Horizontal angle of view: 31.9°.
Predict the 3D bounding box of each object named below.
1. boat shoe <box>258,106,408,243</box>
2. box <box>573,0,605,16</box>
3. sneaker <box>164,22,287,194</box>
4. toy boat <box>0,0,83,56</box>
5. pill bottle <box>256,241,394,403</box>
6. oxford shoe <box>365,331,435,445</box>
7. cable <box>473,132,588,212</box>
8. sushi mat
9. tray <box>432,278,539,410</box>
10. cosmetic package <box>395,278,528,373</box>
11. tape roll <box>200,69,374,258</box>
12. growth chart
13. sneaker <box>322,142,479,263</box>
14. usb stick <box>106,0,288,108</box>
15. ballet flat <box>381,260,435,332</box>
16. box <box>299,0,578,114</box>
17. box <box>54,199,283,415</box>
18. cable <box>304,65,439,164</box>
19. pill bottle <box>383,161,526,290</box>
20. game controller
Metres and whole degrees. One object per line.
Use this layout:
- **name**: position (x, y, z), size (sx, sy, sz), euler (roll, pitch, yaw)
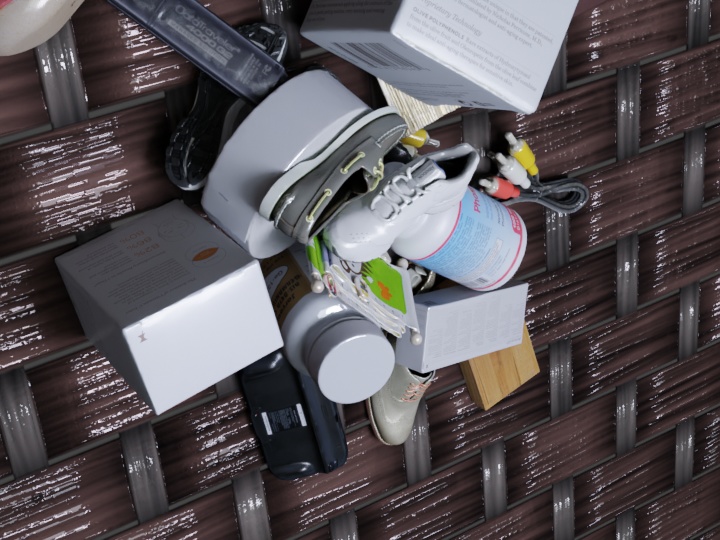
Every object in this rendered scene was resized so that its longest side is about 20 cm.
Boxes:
- **boat shoe**: position (-0.015, -0.097, 1.273), size (0.202, 0.060, 0.072), euler (-40, 164, -33)
- **box**: position (0.251, -0.366, 1.497), size (0.200, 0.075, 0.100), euler (-29, 124, -18)
- **sneaker**: position (-0.137, -0.172, 1.334), size (0.201, 0.074, 0.079), euler (-61, 158, -2)
- **toy boat**: position (-0.303, -0.296, 1.142), size (0.131, 0.131, 0.200), euler (40, 85, -9)
- **pill bottle**: position (-0.042, 0.053, 1.395), size (0.114, 0.200, 0.115), euler (-13, 126, -19)
- **oxford shoe**: position (0.054, 0.140, 1.590), size (0.071, 0.074, 0.201), euler (-11, 117, -30)
- **cable**: position (0.218, -0.099, 1.599), size (0.200, 0.050, 0.097), euler (26, 101, -38)
- **sushi mat**: position (0.048, -0.257, 1.421), size (0.096, 0.012, 0.200), euler (-33, 114, -18)
- **tray**: position (0.170, 0.081, 1.667), size (0.098, 0.037, 0.200), euler (-33, 125, -18)
- **cosmetic package**: position (0.125, 0.063, 1.541), size (0.200, 0.051, 0.083), euler (-11, 109, -47)
- **tape roll**: position (-0.073, -0.110, 1.328), size (0.202, 0.071, 0.203), euler (-45, 166, -15)
- **growth chart**: position (0.000, 0.000, 1.342), size (0.018, 0.145, 0.200), euler (-33, 140, 24)
- **sneaker**: position (0.042, -0.080, 1.314), size (0.200, 0.075, 0.087), euler (-35, 171, -28)
- **usb stick**: position (-0.164, -0.236, 1.254), size (0.200, 0.033, 0.056), euler (35, 82, -14)
- **ballet flat**: position (0.014, 0.047, 1.520), size (0.200, 0.068, 0.075), euler (-41, 171, -13)
- **box**: position (0.085, -0.281, 1.314), size (0.200, 0.199, 0.172), euler (23, 87, -32)
- **box**: position (-0.198, 0.031, 1.291), size (0.152, 0.200, 0.107), euler (-28, 124, -20)
- **cable**: position (-0.005, -0.159, 1.452), size (0.200, 0.050, 0.097), euler (33, 108, -27)
- **pill bottle**: position (0.096, -0.054, 1.467), size (0.200, 0.109, 0.109), euler (23, 97, -42)
- **game controller**: position (-0.081, 0.171, 1.526), size (0.104, 0.042, 0.201), euler (-9, 121, 7)
